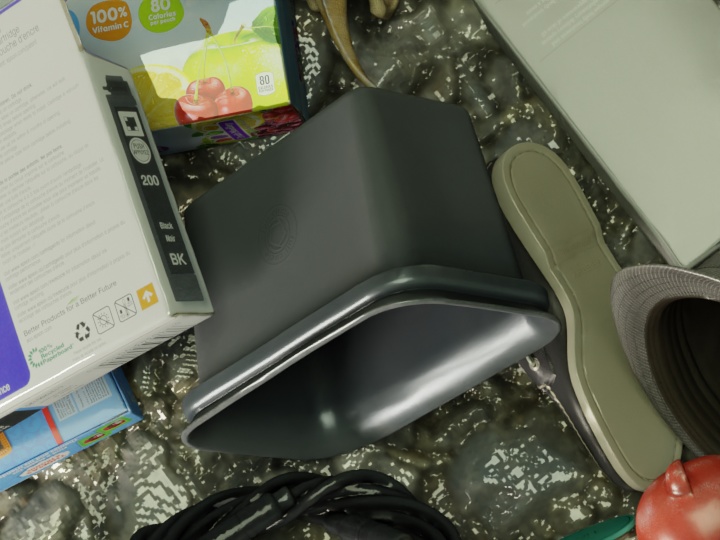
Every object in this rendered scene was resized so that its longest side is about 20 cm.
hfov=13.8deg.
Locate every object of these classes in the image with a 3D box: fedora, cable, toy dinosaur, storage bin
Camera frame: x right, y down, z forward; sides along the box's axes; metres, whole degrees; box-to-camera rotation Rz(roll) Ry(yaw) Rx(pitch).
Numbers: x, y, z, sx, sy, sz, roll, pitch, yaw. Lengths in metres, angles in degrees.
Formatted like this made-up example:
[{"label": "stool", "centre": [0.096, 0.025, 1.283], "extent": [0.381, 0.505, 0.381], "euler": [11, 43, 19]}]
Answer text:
[{"label": "fedora", "centre": [0.224, 0.040, 1.528], "extent": [0.177, 0.200, 0.090], "euler": [12, 53, 44]}, {"label": "cable", "centre": [-0.049, 0.152, 1.567], "extent": [0.199, 0.163, 0.051], "euler": [0, 120, 17]}, {"label": "toy dinosaur", "centre": [-0.018, -0.168, 1.638], "extent": [0.058, 0.101, 0.201], "euler": [-16, 72, 13]}, {"label": "storage bin", "centre": [0.000, 0.000, 1.570], "extent": [0.200, 0.145, 0.135], "euler": [-32, 60, 42]}]

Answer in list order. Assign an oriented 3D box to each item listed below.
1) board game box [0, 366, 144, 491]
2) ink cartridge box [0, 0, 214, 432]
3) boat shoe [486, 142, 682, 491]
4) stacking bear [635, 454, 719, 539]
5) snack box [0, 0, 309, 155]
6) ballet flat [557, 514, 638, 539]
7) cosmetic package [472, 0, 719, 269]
[{"label": "board game box", "centre": [-0.242, 0.060, 1.675], "extent": [0.200, 0.037, 0.152], "euler": [-27, 76, 4]}, {"label": "ink cartridge box", "centre": [-0.190, -0.026, 1.603], "extent": [0.198, 0.043, 0.200], "euler": [-28, 74, 31]}, {"label": "boat shoe", "centre": [0.112, 0.031, 1.614], "extent": [0.063, 0.073, 0.200], "euler": [-33, 77, 48]}, {"label": "stacking bear", "centre": [0.205, 0.189, 1.521], "extent": [0.113, 0.121, 0.200], "euler": [-24, 78, 12]}, {"label": "snack box", "centre": [-0.140, -0.148, 1.678], "extent": [0.199, 0.068, 0.169], "euler": [-9, 79, 8]}, {"label": "ballet flat", "centre": [0.069, 0.189, 1.580], "extent": [0.199, 0.072, 0.072], "euler": [-18, 77, 7]}, {"label": "cosmetic package", "centre": [0.159, -0.098, 1.605], "extent": [0.107, 0.090, 0.200], "euler": [-35, 78, 2]}]
